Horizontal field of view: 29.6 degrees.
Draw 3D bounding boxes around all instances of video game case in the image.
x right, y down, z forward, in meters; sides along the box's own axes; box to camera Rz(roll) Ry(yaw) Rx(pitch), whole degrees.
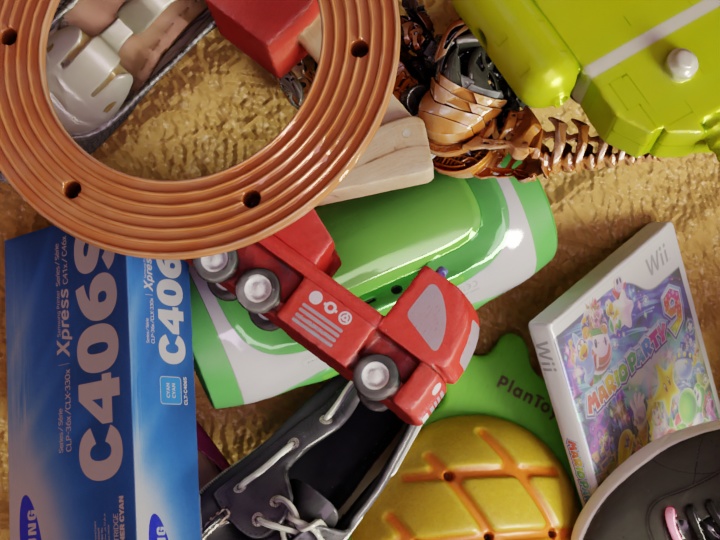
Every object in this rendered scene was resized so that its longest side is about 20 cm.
[{"bbox_3d":[0.165,0.090,0.781,0.143,0.018,0.200,-34,111,-43],"label":"video game case"}]

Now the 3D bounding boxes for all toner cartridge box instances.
[{"bbox_3d":[-0.126,0.075,0.659,0.043,0.095,0.200,10,71,-49],"label":"toner cartridge box"}]

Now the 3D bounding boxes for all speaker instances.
[{"bbox_3d":[0.000,0.000,0.723,0.200,0.088,0.089,-23,106,-10],"label":"speaker"}]

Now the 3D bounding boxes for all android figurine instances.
[{"bbox_3d":[0.138,-0.136,0.638,0.182,0.041,0.200,-28,74,-10],"label":"android figurine"}]

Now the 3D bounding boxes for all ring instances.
[{"bbox_3d":[-0.080,-0.101,0.623,0.200,0.019,0.201,-2,75,8],"label":"ring"}]

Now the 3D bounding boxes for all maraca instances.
[{"bbox_3d":[0.067,0.133,0.760,0.137,0.107,0.200,29,72,-6],"label":"maraca"}]

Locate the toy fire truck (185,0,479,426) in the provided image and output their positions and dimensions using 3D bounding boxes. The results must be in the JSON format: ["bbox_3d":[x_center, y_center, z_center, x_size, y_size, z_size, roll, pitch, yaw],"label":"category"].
[{"bbox_3d":[-0.014,-0.037,0.638,0.200,0.049,0.141,35,82,10],"label":"toy fire truck"}]

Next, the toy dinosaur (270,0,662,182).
[{"bbox_3d":[0.055,-0.091,0.694,0.200,0.102,0.136,28,73,4],"label":"toy dinosaur"}]

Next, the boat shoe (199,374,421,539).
[{"bbox_3d":[-0.036,0.116,0.688,0.073,0.063,0.200,44,66,0],"label":"boat shoe"}]

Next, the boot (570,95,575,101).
[{"bbox_3d":[0.220,-0.136,0.712,0.200,0.168,0.077,-22,106,-10],"label":"boot"}]

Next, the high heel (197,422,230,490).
[{"bbox_3d":[-0.088,0.126,0.717,0.200,0.096,0.067,40,89,-19],"label":"high heel"}]

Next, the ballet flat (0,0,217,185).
[{"bbox_3d":[-0.118,-0.121,0.675,0.200,0.072,0.072,-46,109,-2],"label":"ballet flat"}]

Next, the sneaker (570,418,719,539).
[{"bbox_3d":[0.201,0.121,0.681,0.200,0.099,0.071,-24,109,10],"label":"sneaker"}]
